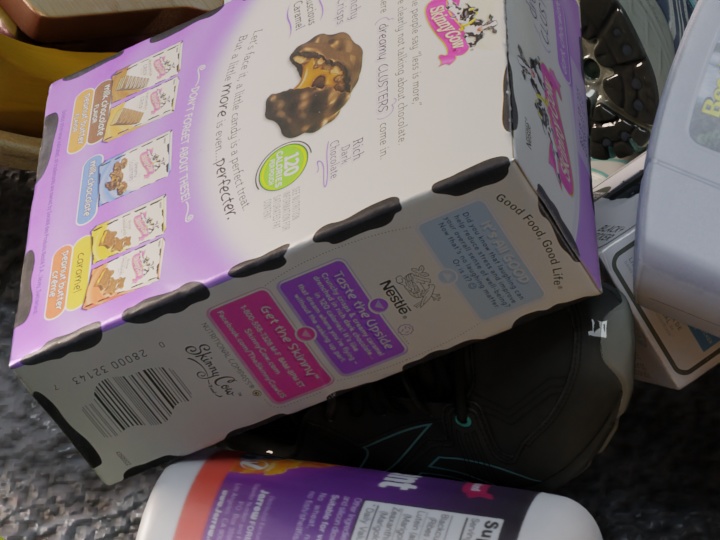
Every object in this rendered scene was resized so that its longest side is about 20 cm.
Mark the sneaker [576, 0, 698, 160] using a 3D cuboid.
[{"bbox_3d":[0.085,-0.147,1.191,0.078,0.200,0.086,-14,9,39],"label":"sneaker"}]

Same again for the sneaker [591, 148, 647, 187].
[{"bbox_3d":[0.105,-0.034,1.218,0.200,0.070,0.080,-15,44,-6],"label":"sneaker"}]

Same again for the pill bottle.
[{"bbox_3d":[0.025,0.129,1.047,0.200,0.111,0.111,7,48,13],"label":"pill bottle"}]

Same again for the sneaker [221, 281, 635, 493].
[{"bbox_3d":[0.021,0.048,1.081,0.079,0.200,0.075,13,68,-33],"label":"sneaker"}]

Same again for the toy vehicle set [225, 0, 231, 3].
[{"bbox_3d":[-0.064,-0.113,1.342,0.200,0.027,0.124,3,48,10],"label":"toy vehicle set"}]

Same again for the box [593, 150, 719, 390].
[{"bbox_3d":[0.166,-0.038,1.119,0.200,0.060,0.117,-35,10,-11],"label":"box"}]

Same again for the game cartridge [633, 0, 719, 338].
[{"bbox_3d":[0.177,-0.061,1.042,0.133,0.041,0.200,21,72,13],"label":"game cartridge"}]

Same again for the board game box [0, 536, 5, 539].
[{"bbox_3d":[-0.128,0.140,1.023,0.200,0.102,0.048,38,60,12],"label":"board game box"}]

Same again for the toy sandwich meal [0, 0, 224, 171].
[{"bbox_3d":[-0.150,-0.114,1.240,0.205,0.070,0.205,21,26,-11],"label":"toy sandwich meal"}]

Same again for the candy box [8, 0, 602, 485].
[{"bbox_3d":[-0.019,-0.033,1.066,0.200,0.072,0.168,-22,37,19],"label":"candy box"}]
